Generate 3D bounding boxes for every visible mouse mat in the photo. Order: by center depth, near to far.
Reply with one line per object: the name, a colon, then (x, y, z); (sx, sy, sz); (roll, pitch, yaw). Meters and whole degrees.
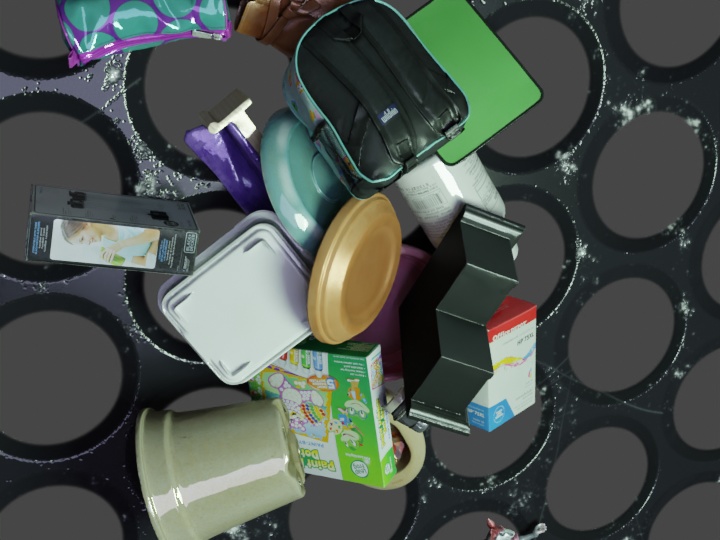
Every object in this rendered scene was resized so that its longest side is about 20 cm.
mouse mat: (0.117, -0.250, 1.261); (0.160, 0.008, 0.201); (-36, 78, -4)

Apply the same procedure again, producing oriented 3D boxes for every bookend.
bookend: (0.134, 0.061, 1.247); (0.091, 0.200, 0.201); (18, 127, -16)

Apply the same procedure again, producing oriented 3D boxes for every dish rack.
dish rack: (-0.141, 0.043, 1.244); (0.199, 0.044, 0.172); (-36, 107, 9)

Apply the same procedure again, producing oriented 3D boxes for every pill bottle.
pill bottle: (0.130, -0.088, 1.332); (0.114, 0.114, 0.201); (-35, 115, -3)

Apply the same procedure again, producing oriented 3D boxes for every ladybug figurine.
ladybug figurine: (0.019, 0.230, 1.424); (0.134, 0.072, 0.201); (-20, 123, 7)

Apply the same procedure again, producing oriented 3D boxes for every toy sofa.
toy sofa: (-0.130, -0.121, 1.254); (0.097, 0.083, 0.201); (-38, 116, -3)

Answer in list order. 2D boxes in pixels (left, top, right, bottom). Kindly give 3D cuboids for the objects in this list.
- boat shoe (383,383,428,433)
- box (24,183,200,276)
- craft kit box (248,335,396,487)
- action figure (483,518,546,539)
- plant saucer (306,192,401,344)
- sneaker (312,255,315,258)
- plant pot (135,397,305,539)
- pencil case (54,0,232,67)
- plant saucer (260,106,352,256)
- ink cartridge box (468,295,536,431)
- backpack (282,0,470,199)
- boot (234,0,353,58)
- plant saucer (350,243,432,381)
boat shoe: (0.093, 0.166, 1.344); (0.063, 0.200, 0.073); (43, 114, 8)
box: (-0.304, -0.050, 1.207); (0.198, 0.117, 0.061); (6, 110, -21)
craft kit box: (-0.057, 0.186, 1.344); (0.198, 0.049, 0.200); (4, 117, 28)
action figure: (0.231, 0.489, 1.601); (0.148, 0.134, 0.202); (-13, 105, 33)
plant saucer: (0.000, 0.000, 1.239); (0.200, 0.037, 0.202); (-45, 145, -44)
sneaker: (-0.129, 0.011, 1.295); (0.198, 0.075, 0.083); (-19, 129, -7)
plant pot: (-0.173, 0.254, 1.291); (0.181, 0.201, 0.202); (-15, 114, 1)
pencil case: (-0.248, -0.295, 1.150); (0.198, 0.085, 0.093); (-14, 70, -11)
plant saucer: (-0.049, -0.113, 1.234); (0.027, 0.201, 0.201); (-20, 122, 33)
ink cartridge box: (0.195, 0.114, 1.429); (0.116, 0.067, 0.202); (-23, 118, -40)
backpack: (0.007, -0.206, 1.167); (0.175, 0.153, 0.201); (-37, 96, -14)
boot: (-0.061, -0.358, 1.202); (0.154, 0.077, 0.202); (13, 114, -21)
plant saucer: (0.036, 0.055, 1.389); (0.198, 0.051, 0.203); (-6, 110, -15)
